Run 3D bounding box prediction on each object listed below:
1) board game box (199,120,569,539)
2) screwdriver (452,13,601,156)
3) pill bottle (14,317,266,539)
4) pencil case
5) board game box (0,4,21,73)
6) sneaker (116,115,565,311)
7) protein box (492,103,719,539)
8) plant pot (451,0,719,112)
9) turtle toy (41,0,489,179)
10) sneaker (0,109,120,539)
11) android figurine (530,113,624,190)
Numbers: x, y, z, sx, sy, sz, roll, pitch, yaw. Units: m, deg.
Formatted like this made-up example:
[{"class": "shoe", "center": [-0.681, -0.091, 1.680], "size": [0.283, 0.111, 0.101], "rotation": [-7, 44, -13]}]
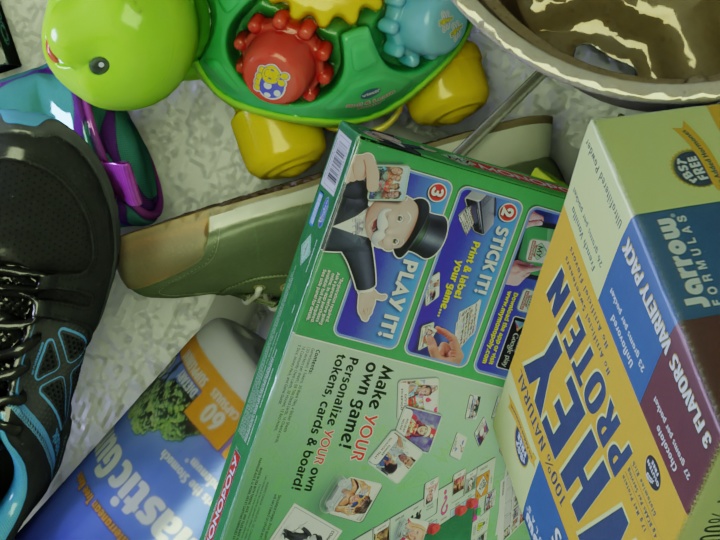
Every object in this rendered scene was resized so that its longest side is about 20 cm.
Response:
[{"class": "board game box", "center": [0.024, 0.054, 1.035], "size": [0.134, 0.029, 0.200], "rotation": [15, 102, -20]}, {"class": "screwdriver", "center": [0.089, -0.090, 1.094], "size": [0.029, 0.028, 0.200], "rotation": [41, 75, -2]}, {"class": "pill bottle", "center": [-0.087, 0.128, 1.107], "size": [0.112, 0.112, 0.200], "rotation": [42, 95, 4]}, {"class": "pencil case", "center": [-0.190, -0.025, 1.123], "size": [0.200, 0.092, 0.085], "rotation": [-21, 115, 5]}, {"class": "board game box", "center": [-0.268, -0.123, 1.164], "size": [0.200, 0.028, 0.136], "rotation": [-20, 90, 7]}, {"class": "sneaker", "center": [0.000, 0.000, 1.101], "size": [0.200, 0.067, 0.090], "rotation": [-16, 93, -12]}, {"class": "protein box", "center": [0.175, 0.044, 0.943], "size": [0.199, 0.199, 0.135], "rotation": [-8, 55, -16]}, {"class": "plant pot", "center": [0.118, -0.145, 0.993], "size": [0.200, 0.183, 0.201], "rotation": [-1, 82, 5]}, {"class": "turtle toy", "center": [-0.036, -0.117, 1.083], "size": [0.199, 0.101, 0.146], "rotation": [-19, 83, -6]}, {"class": "sneaker", "center": [-0.142, 0.032, 1.057], "size": [0.073, 0.082, 0.200], "rotation": [8, 120, 1]}, {"class": "android figurine", "center": [0.093, 0.040, 1.086], "size": [0.182, 0.041, 0.200], "rotation": [26, 100, -21]}]
